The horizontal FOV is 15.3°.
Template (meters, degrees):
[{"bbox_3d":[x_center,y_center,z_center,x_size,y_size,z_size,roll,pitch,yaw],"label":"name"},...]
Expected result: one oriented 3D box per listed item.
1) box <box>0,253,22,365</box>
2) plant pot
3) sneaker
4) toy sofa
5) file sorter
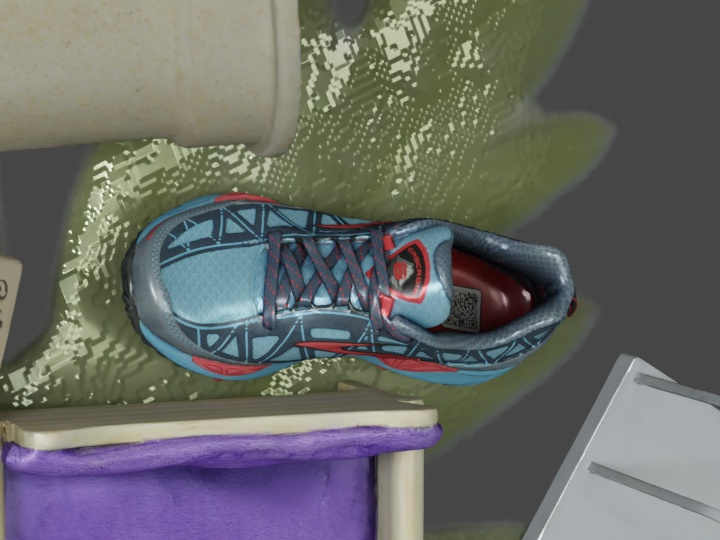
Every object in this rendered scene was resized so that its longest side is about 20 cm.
[{"bbox_3d":[-0.219,0.012,0.960,0.200,0.095,0.078,15,88,-64],"label":"box"},{"bbox_3d":[-0.137,-0.120,0.989,0.183,0.200,0.202,-14,102,-13],"label":"plant pot"},{"bbox_3d":[0.000,0.000,1.109,0.199,0.095,0.080,3,76,-28],"label":"sneaker"},{"bbox_3d":[-0.067,0.095,1.093,0.199,0.097,0.083,-2,96,-26],"label":"toy sofa"},{"bbox_3d":[0.150,0.164,1.189,0.138,0.124,0.201,32,81,-25],"label":"file sorter"}]
